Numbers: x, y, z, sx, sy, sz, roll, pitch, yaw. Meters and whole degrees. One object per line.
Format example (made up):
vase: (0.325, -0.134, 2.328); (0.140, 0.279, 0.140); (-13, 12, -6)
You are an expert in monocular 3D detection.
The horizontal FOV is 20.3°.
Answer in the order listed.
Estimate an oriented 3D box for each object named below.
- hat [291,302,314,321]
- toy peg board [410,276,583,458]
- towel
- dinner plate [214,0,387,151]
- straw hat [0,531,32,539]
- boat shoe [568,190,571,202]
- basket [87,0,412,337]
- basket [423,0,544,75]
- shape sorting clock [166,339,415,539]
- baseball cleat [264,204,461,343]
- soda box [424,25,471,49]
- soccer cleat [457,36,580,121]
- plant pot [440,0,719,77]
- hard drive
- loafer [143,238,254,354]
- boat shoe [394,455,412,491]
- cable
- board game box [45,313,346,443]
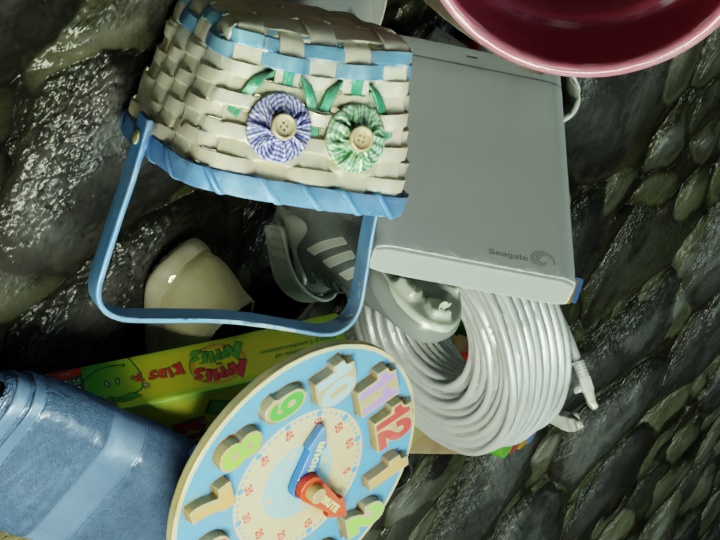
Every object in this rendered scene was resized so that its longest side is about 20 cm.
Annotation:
hat: (-0.043, 0.106, 1.469); (0.201, 0.081, 0.201); (-62, 176, -7)
toy peg board: (0.128, 0.071, 1.701); (0.199, 0.098, 0.201); (11, 97, -62)
towel: (-0.170, 0.130, 1.272); (0.200, 0.049, 0.112); (28, 117, -33)
dinner plate: (-0.044, -0.137, 1.292); (0.200, 0.024, 0.201); (-41, 152, -26)
straw hat: (-0.235, 0.205, 1.315); (0.201, 0.200, 0.085); (27, 59, -64)
boat shoe: (0.052, -0.040, 1.401); (0.060, 0.201, 0.072); (-57, 137, -34)
basket: (-0.062, -0.059, 1.192); (0.176, 0.139, 0.201); (3, 114, -29)
basket: (0.132, -0.243, 1.331); (0.180, 0.136, 0.200); (21, 110, -43)
shape sorting clock: (-0.040, 0.134, 1.284); (0.200, 0.039, 0.201); (-30, 135, -34)
baseball cleat: (0.000, 0.000, 1.339); (0.070, 0.200, 0.107); (10, 124, -35)
soda box: (0.080, -0.096, 1.501); (0.063, 0.068, 0.200); (-48, 154, -10)
soccer cleat: (0.133, -0.131, 1.524); (0.069, 0.085, 0.200); (-50, 154, -6)
plant pot: (0.126, -0.238, 1.156); (0.179, 0.199, 0.201); (-90, -162, -58)
hard drive: (0.072, -0.071, 1.323); (0.027, 0.131, 0.201); (111, -15, -47)
loafer: (-0.108, 0.065, 1.385); (0.076, 0.068, 0.200); (-39, 151, -26)
boat shoe: (-0.004, 0.139, 1.669); (0.069, 0.057, 0.200); (-52, 155, -1)
cable: (0.071, 0.042, 1.511); (0.069, 0.201, 0.200); (-26, -172, -35)
board game box: (-0.103, 0.100, 1.331); (0.199, 0.048, 0.102); (-12, 132, -7)
